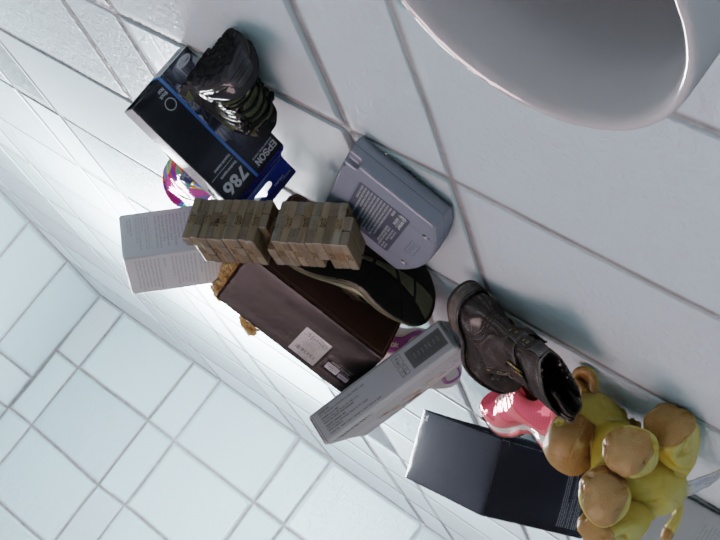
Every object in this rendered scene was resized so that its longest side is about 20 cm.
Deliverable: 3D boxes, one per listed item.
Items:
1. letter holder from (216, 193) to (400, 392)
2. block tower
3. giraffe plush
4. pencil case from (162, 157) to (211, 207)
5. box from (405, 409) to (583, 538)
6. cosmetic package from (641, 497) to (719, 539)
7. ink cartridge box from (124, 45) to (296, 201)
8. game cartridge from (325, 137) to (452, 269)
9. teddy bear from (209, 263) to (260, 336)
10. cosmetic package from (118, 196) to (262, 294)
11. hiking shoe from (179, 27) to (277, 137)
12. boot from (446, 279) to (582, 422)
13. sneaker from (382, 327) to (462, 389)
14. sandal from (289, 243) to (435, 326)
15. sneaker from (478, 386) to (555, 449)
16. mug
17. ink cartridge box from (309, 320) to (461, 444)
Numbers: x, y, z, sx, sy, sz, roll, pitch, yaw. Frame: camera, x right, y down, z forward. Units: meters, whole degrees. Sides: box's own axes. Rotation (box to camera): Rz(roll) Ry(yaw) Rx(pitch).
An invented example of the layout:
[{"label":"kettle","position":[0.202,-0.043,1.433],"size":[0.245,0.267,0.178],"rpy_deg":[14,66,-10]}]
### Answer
[{"label":"letter holder","position":[-0.049,0.024,1.348],"size":[0.199,0.143,0.101],"rpy_deg":[38,135,-6]},{"label":"block tower","position":[-0.094,-0.041,1.215],"size":[0.197,0.055,0.058],"rpy_deg":[4,152,19]},{"label":"giraffe plush","position":[0.269,0.191,1.183],"size":[0.198,0.175,0.162],"rpy_deg":[5,-156,-43]},{"label":"pencil case","position":[-0.211,-0.131,1.440],"size":[0.088,0.089,0.200],"rpy_deg":[41,168,-10]},{"label":"box","position":[0.194,0.281,1.531],"size":[0.180,0.106,0.199],"rpy_deg":[20,175,-28]},{"label":"cosmetic package","position":[0.412,0.378,1.382],"size":[0.198,0.124,0.200],"rpy_deg":[25,160,37]},{"label":"ink cartridge box","position":[-0.161,-0.147,1.249],"size":[0.200,0.100,0.039],"rpy_deg":[44,163,-22]},{"label":"game cartridge","position":[0.030,-0.062,1.169],"size":[0.132,0.042,0.200],"rpy_deg":[35,165,-1]},{"label":"teddy bear","position":[-0.115,0.046,1.526],"size":[0.143,0.068,0.200],"rpy_deg":[-13,147,15]},{"label":"cosmetic package","position":[-0.224,-0.034,1.512],"size":[0.102,0.196,0.072],"rpy_deg":[98,162,-61]},{"label":"hiking shoe","position":[-0.118,-0.184,1.119],"size":[0.100,0.076,0.200],"rpy_deg":[34,176,-17]},{"label":"boot","position":[0.177,0.111,1.199],"size":[0.174,0.069,0.201],"rpy_deg":[42,170,46]},{"label":"sneaker","position":[0.046,0.106,1.521],"size":[0.197,0.076,0.100],"rpy_deg":[21,176,-1]},{"label":"sandal","position":[0.000,-0.001,1.286],"size":[0.199,0.081,0.057],"rpy_deg":[27,164,-8]},{"label":"sneaker","position":[0.208,0.161,1.376],"size":[0.199,0.073,0.088],"rpy_deg":[8,127,64]},{"label":"mug","position":[0.105,-0.159,0.433],"size":[0.147,0.176,0.200],"rpy_deg":[34,165,13]},{"label":"ink cartridge box","position":[0.048,0.137,1.359],"size":[0.044,0.199,0.173],"rpy_deg":[55,-170,12]}]
